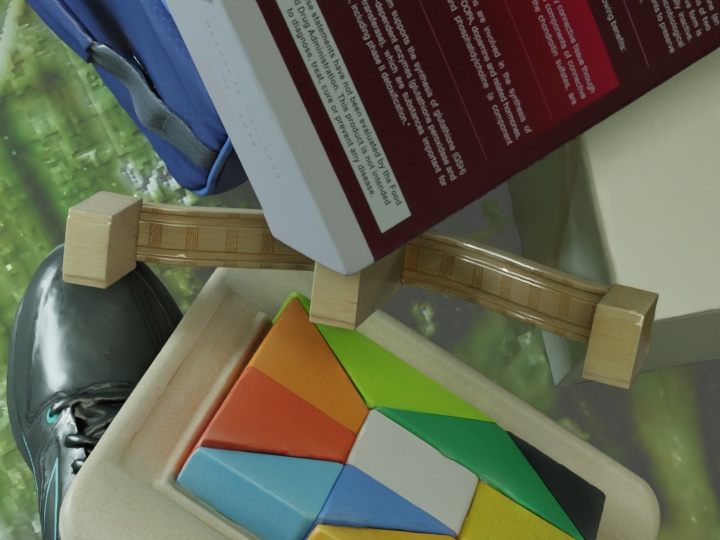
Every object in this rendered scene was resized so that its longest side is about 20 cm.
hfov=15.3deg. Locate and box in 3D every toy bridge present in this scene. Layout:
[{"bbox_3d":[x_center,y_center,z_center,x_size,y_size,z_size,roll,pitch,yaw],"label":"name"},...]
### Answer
[{"bbox_3d":[0.000,0.000,0.887,0.200,0.067,0.027,11,106,14],"label":"toy bridge"}]

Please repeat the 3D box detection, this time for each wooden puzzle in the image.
[{"bbox_3d":[0.012,0.076,0.872,0.185,0.037,0.200,33,29,-2],"label":"wooden puzzle"}]

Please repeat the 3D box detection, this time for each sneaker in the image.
[{"bbox_3d":[-0.071,0.080,0.891,0.075,0.079,0.200,-9,76,-12],"label":"sneaker"}]

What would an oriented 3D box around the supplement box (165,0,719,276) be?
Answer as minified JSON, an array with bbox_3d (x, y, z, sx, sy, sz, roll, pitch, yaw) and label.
[{"bbox_3d":[0.045,-0.098,0.841,0.200,0.061,0.109,-31,115,-15],"label":"supplement box"}]

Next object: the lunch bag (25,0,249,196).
[{"bbox_3d":[-0.062,-0.133,0.917,0.132,0.136,0.200,-33,84,-17],"label":"lunch bag"}]

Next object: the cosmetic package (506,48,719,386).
[{"bbox_3d":[0.090,-0.069,0.949,0.073,0.104,0.200,-9,76,-12],"label":"cosmetic package"}]
